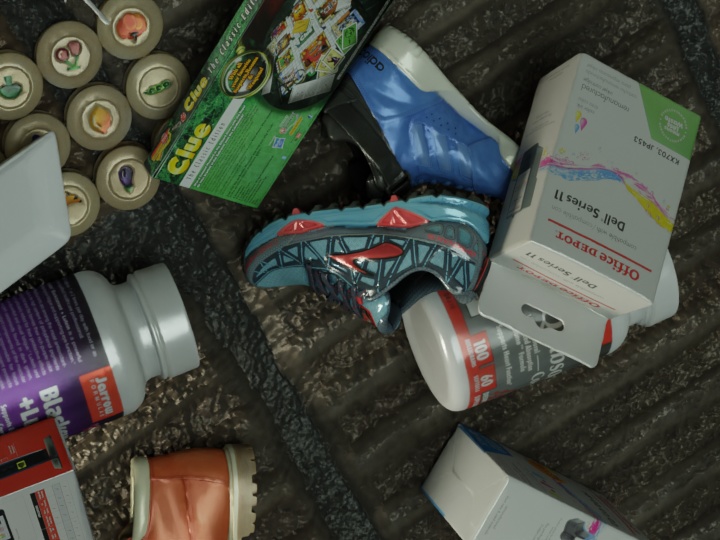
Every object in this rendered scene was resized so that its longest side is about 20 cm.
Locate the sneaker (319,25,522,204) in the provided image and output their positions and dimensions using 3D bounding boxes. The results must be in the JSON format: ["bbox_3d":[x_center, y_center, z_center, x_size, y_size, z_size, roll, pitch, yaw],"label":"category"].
[{"bbox_3d":[0.053,-0.080,1.584,0.111,0.077,0.200,-48,114,-2],"label":"sneaker"}]

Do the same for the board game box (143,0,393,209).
[{"bbox_3d":[-0.066,-0.139,1.512,0.104,0.024,0.201,15,118,-43],"label":"board game box"}]

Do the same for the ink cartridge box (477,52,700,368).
[{"bbox_3d":[0.170,-0.043,1.543,0.116,0.067,0.202,24,69,-19],"label":"ink cartridge box"}]

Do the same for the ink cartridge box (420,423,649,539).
[{"bbox_3d":[0.161,0.210,1.695,0.199,0.115,0.068,28,97,-25],"label":"ink cartridge box"}]

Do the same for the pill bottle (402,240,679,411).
[{"bbox_3d":[0.140,0.025,1.627,0.198,0.116,0.117,-20,113,-11],"label":"pill bottle"}]

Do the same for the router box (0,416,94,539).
[{"bbox_3d":[-0.286,0.204,1.519,0.178,0.049,0.201,-20,148,-12],"label":"router box"}]

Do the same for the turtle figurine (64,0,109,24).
[{"bbox_3d":[-0.178,-0.262,1.440,0.149,0.101,0.200,-26,120,36],"label":"turtle figurine"}]

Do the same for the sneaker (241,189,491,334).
[{"bbox_3d":[0.000,0.000,1.543,0.198,0.079,0.097,-10,72,23],"label":"sneaker"}]

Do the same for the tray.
[{"bbox_3d":[-0.285,-0.011,1.452,0.200,0.022,0.108,-40,145,-32],"label":"tray"}]

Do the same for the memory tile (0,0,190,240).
[{"bbox_3d":[-0.214,-0.102,1.520,0.199,0.017,0.154,-27,114,-9],"label":"memory tile"}]

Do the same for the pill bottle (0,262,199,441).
[{"bbox_3d":[-0.224,0.066,1.519,0.198,0.111,0.112,-21,113,-11],"label":"pill bottle"}]

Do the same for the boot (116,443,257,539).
[{"bbox_3d":[-0.140,0.235,1.630,0.106,0.075,0.202,0,99,-15],"label":"boot"}]
